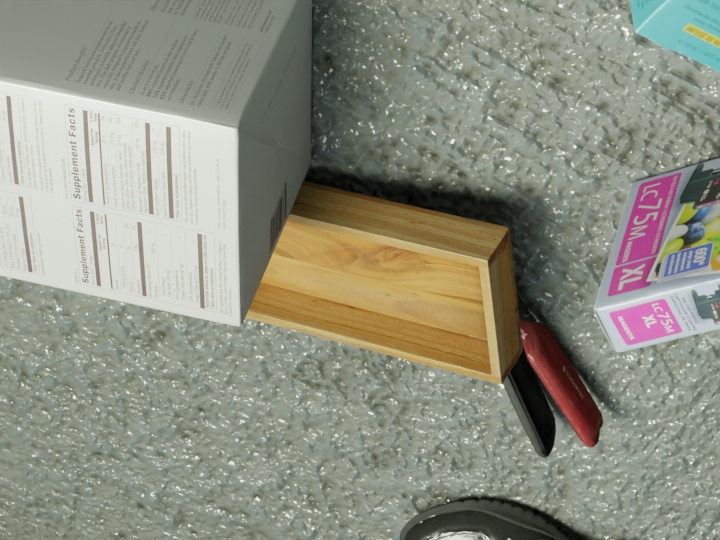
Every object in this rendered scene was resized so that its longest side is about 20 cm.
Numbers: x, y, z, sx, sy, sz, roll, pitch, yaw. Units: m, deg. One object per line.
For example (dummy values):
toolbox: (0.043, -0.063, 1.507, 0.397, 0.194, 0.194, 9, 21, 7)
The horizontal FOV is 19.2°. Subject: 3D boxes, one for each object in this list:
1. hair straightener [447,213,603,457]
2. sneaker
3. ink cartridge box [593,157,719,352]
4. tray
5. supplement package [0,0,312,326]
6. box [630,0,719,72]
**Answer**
hair straightener: (0.074, 0.041, 1.336, 0.076, 0.041, 0.201, -19, 122, 32)
sneaker: (0.117, 0.215, 1.449, 0.198, 0.082, 0.074, 11, 135, 12)
ink cartridge box: (0.232, -0.026, 1.164, 0.198, 0.120, 0.042, -13, 124, 30)
tray: (0.000, 0.000, 1.303, 0.198, 0.037, 0.099, 13, 135, 25)
supplement package: (-0.141, -0.089, 1.219, 0.198, 0.152, 0.152, 11, 134, 10)
box: (0.227, -0.180, 1.060, 0.082, 0.050, 0.200, 19, 139, -28)
